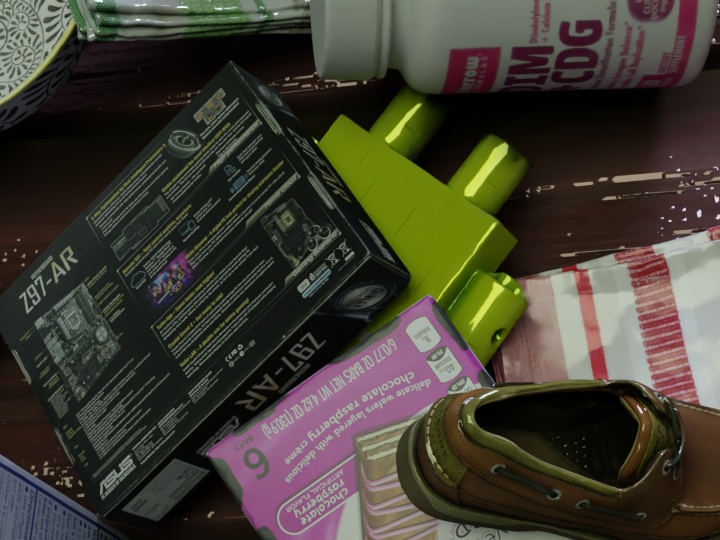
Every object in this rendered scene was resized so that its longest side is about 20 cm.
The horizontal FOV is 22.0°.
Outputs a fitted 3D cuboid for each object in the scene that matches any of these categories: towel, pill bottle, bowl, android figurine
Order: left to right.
[{"bbox_3d":[-0.234,-0.149,1.095,0.201,0.094,0.201,-6,67,13],"label":"bowl"},{"bbox_3d":[-0.077,-0.199,1.050,0.200,0.031,0.149,-7,64,-24],"label":"towel"},{"bbox_3d":[0.000,0.000,0.988,0.182,0.041,0.200,35,89,32],"label":"android figurine"},{"bbox_3d":[0.076,-0.150,0.967,0.200,0.113,0.113,-2,67,-5],"label":"pill bottle"},{"bbox_3d":[0.169,0.050,0.942,0.200,0.023,0.144,-15,66,10],"label":"towel"}]

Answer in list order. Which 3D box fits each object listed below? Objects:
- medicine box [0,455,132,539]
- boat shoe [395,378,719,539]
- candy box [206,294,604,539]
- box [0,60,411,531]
[{"bbox_3d":[-0.199,0.194,0.888,0.103,0.200,0.182,-1,68,15],"label":"medicine box"},{"bbox_3d":[0.119,0.087,0.842,0.200,0.068,0.072,2,63,-26],"label":"boat shoe"},{"bbox_3d":[0.037,0.132,0.895,0.136,0.061,0.200,-36,81,0],"label":"candy box"},{"bbox_3d":[-0.090,0.013,0.978,0.200,0.044,0.160,-45,54,12],"label":"box"}]
